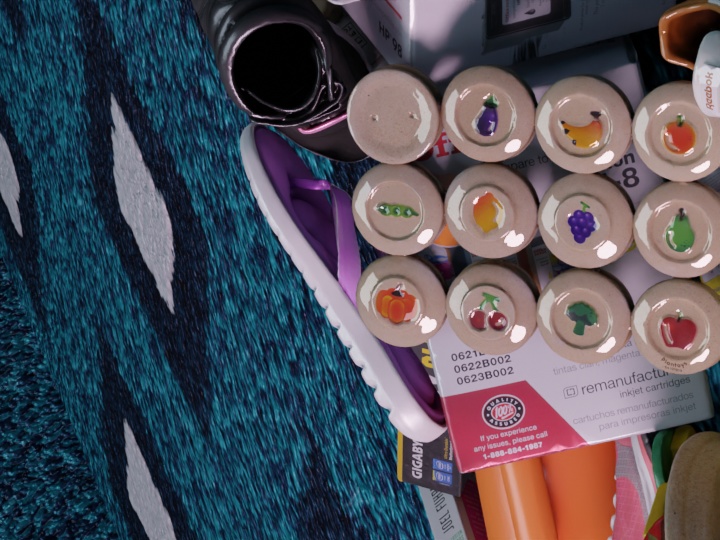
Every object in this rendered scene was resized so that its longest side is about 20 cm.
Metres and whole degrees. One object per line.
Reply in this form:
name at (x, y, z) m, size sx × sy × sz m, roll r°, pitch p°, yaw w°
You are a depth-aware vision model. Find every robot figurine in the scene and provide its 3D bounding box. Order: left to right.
robot figurine at (0.130, 0.135, 1.432) m, size 0.117 × 0.143 × 0.201 m, roll -22°, pitch 77°, yaw 62°

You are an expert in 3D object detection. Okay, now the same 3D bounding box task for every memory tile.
memory tile at (0.089, -0.027, 1.172) m, size 0.017 × 0.199 × 0.154 m, roll -38°, pitch -50°, yaw -64°

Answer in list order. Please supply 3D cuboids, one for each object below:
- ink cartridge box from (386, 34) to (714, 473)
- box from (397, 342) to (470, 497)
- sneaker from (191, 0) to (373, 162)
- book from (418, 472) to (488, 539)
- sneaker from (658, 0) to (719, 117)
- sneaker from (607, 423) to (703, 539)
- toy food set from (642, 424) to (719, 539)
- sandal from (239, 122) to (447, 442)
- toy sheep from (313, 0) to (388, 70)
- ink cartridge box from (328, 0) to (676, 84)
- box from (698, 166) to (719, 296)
ink cartridge box at (0.100, -0.016, 1.276) m, size 0.145 × 0.145 × 0.201 m, roll -74°, pitch -30°, yaw -77°
box at (0.071, 0.021, 1.481) m, size 0.200 × 0.049 × 0.160 m, roll 90°, pitch -161°, yaw -45°
sneaker at (-0.034, -0.097, 1.233) m, size 0.200 × 0.071 × 0.099 m, roll 54°, pitch -168°, yaw -48°
book at (0.100, 0.187, 1.533) m, size 0.133 × 0.048 × 0.200 m, roll 32°, pitch -154°, yaw -34°
sneaker at (0.204, -0.074, 1.057) m, size 0.200 × 0.084 × 0.073 m, roll -134°, pitch 33°, yaw -54°
sneaker at (0.164, 0.156, 1.323) m, size 0.087 × 0.074 × 0.201 m, roll -39°, pitch 42°, yaw 29°
toy food set at (0.198, 0.180, 1.197) m, size 0.200 × 0.049 × 0.198 m, roll 60°, pitch -150°, yaw -19°
sandal at (0.002, -0.001, 1.297) m, size 0.203 × 0.050 × 0.082 m, roll 59°, pitch -166°, yaw 1°
toy sheep at (-0.010, -0.151, 1.379) m, size 0.200 × 0.137 × 0.138 m, roll -14°, pitch -93°, yaw -75°
ink cartridge box at (0.056, -0.164, 1.240) m, size 0.116 × 0.199 × 0.067 m, roll -125°, pitch 25°, yaw -46°
box at (0.226, 0.036, 1.158) m, size 0.117 × 0.048 × 0.201 m, roll 140°, pitch 115°, yaw -72°
